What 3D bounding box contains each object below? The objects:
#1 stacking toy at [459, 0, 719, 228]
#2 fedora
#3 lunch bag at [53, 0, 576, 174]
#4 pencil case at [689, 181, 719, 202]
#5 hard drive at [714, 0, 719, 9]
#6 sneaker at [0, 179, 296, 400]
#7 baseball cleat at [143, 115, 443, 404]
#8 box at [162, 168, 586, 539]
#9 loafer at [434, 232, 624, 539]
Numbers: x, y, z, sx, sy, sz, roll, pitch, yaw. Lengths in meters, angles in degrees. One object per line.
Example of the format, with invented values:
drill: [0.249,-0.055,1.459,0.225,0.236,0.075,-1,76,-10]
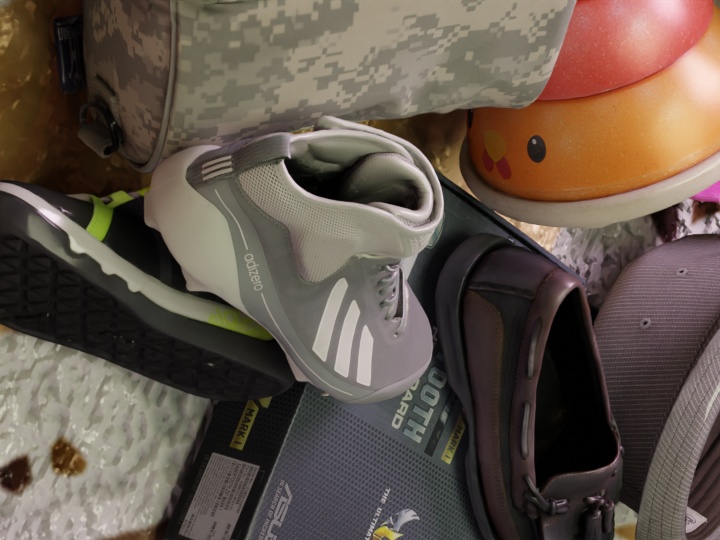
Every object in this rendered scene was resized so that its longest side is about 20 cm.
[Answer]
stacking toy: [0.090,-0.132,1.276,0.146,0.146,0.200,-41,125,-33]
fedora: [0.165,0.046,1.434,0.200,0.090,0.177,-52,155,-23]
lunch bag: [-0.014,-0.128,1.158,0.200,0.139,0.168,-10,124,-21]
pencil case: [0.197,-0.124,1.448,0.088,0.088,0.200,19,83,-47]
hard drive: [0.143,-0.177,1.280,0.200,0.132,0.027,33,62,-13]
sneaker: [-0.094,-0.010,1.196,0.200,0.072,0.083,30,58,-49]
baseball cleat: [0.000,0.000,1.169,0.200,0.106,0.070,31,49,-56]
box: [0.011,0.062,1.322,0.158,0.051,0.200,35,74,-47]
loafer: [0.086,0.075,1.322,0.072,0.063,0.200,-44,131,-33]
